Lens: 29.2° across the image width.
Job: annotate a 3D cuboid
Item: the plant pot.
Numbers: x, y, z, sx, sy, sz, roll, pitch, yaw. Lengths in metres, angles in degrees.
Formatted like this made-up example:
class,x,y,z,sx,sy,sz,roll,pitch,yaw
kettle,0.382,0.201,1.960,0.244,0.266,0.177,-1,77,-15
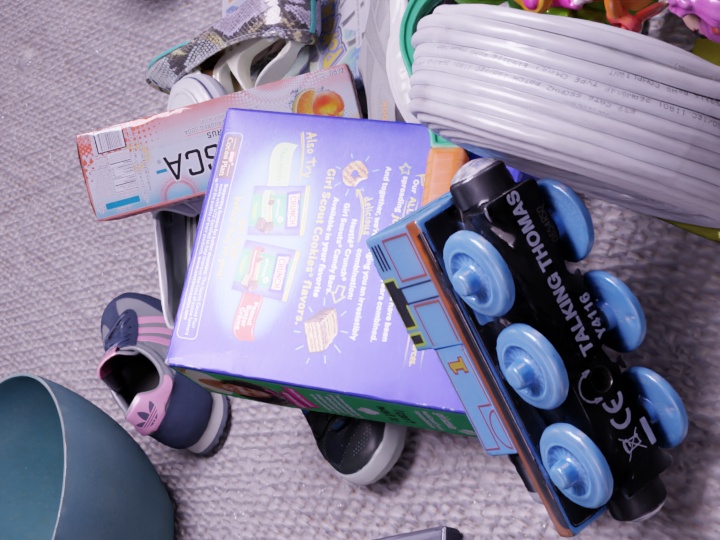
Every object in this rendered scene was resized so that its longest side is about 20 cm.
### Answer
class,x,y,z,sx,sy,sz,roll,pitch,yaw
plant pot,-0.218,0.190,1.027,0.199,0.134,0.202,-24,56,41

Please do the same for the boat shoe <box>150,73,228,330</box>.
class,x,y,z,sx,sy,sz,roll,pitch,yaw
boat shoe,-0.125,-0.051,1.038,0.073,0.066,0.203,-15,82,40

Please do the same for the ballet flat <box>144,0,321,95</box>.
class,x,y,z,sx,sy,sz,roll,pitch,yaw
ballet flat,-0.102,-0.163,1.082,0.199,0.072,0.073,-23,56,43

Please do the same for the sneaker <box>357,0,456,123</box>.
class,x,y,z,sx,sy,sz,roll,pitch,yaw
sneaker,0.029,-0.173,0.960,0.079,0.073,0.202,-26,54,46

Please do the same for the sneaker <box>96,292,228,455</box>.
class,x,y,z,sx,sy,sz,roll,pitch,yaw
sneaker,-0.174,0.066,1.076,0.200,0.082,0.071,40,104,50

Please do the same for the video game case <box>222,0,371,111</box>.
class,x,y,z,sx,sy,sz,roll,pitch,yaw
video game case,-0.049,-0.185,1.095,0.181,0.022,0.202,-28,53,39

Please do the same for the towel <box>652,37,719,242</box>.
class,x,y,z,sx,sy,sz,roll,pitch,yaw
towel,0.215,-0.117,0.759,0.086,0.018,0.202,31,98,57

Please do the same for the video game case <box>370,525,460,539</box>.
class,x,y,z,sx,sy,sz,roll,pitch,yaw
video game case,0.003,0.264,0.827,0.142,0.019,0.202,-21,59,43

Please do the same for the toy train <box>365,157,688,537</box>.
class,x,y,z,sx,sy,sz,roll,pitch,yaw
toy train,0.088,0.040,0.713,0.202,0.086,0.114,62,152,-5

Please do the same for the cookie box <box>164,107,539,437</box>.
class,x,y,z,sx,sy,sz,roll,pitch,yaw
cookie box,0.000,0.000,0.843,0.198,0.075,0.173,8,76,21

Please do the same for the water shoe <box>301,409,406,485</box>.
class,x,y,z,sx,sy,sz,roll,pitch,yaw
water shoe,-0.035,0.058,0.919,0.072,0.078,0.201,-48,42,23

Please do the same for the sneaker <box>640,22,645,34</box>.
class,x,y,z,sx,sy,sz,roll,pitch,yaw
sneaker,0.130,-0.193,0.836,0.077,0.086,0.202,13,83,51

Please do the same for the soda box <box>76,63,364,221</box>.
class,x,y,z,sx,sy,sz,roll,pitch,yaw
soda box,-0.094,-0.088,0.972,0.198,0.068,0.064,-14,93,4

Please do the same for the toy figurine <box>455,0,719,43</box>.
class,x,y,z,sx,sy,sz,roll,pitch,yaw
toy figurine,0.166,-0.153,0.690,0.184,0.198,0.152,34,124,44

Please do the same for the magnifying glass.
class,x,y,z,sx,sy,sz,roll,pitch,yaw
magnifying glass,0.055,-0.087,0.803,0.079,0.022,0.202,2,70,18

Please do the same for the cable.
class,x,y,z,sx,sy,sz,roll,pitch,yaw
cable,0.116,-0.075,0.683,0.199,0.198,0.070,24,98,60
